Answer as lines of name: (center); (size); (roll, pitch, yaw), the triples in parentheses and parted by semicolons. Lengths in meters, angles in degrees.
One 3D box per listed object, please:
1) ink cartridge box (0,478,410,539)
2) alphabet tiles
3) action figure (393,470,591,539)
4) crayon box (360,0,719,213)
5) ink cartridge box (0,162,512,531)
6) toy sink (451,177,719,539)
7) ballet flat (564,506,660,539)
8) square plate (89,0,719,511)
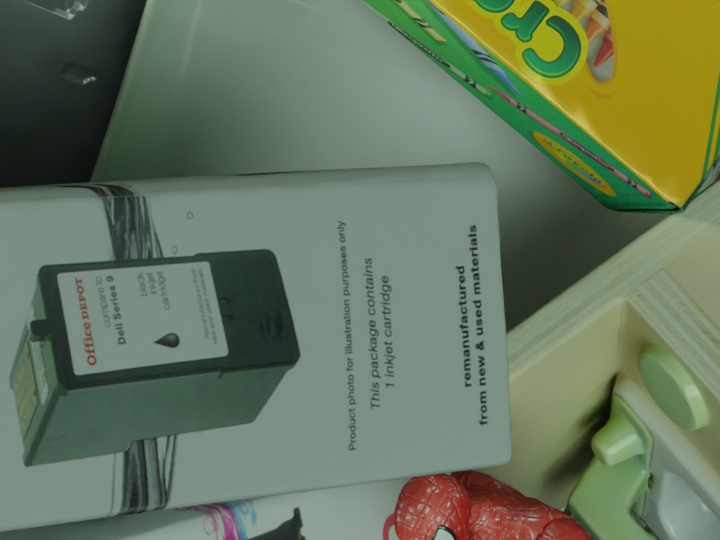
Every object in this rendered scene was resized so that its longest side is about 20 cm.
ink cartridge box: (-0.069, 0.137, 0.764); (0.199, 0.085, 0.149); (-12, 100, -41)
alphabet tiles: (0.077, -0.049, 0.871); (0.199, 0.015, 0.196); (24, 110, -23)
action figure: (0.067, 0.109, 0.782); (0.052, 0.065, 0.200); (-54, 134, -9)
crayon box: (0.045, -0.123, 0.774); (0.200, 0.058, 0.119); (38, 81, -13)
ink cartridge box: (-0.082, 0.020, 0.705); (0.199, 0.146, 0.085); (-5, 91, -33)
toy sink: (0.139, 0.043, 0.816); (0.200, 0.112, 0.131); (-34, 155, -16)
ballet flat: (0.158, 0.063, 0.920); (0.200, 0.072, 0.072); (-35, 117, 0)
square plate: (0.000, 0.000, 0.855); (0.197, 0.028, 0.201); (15, 114, -18)
